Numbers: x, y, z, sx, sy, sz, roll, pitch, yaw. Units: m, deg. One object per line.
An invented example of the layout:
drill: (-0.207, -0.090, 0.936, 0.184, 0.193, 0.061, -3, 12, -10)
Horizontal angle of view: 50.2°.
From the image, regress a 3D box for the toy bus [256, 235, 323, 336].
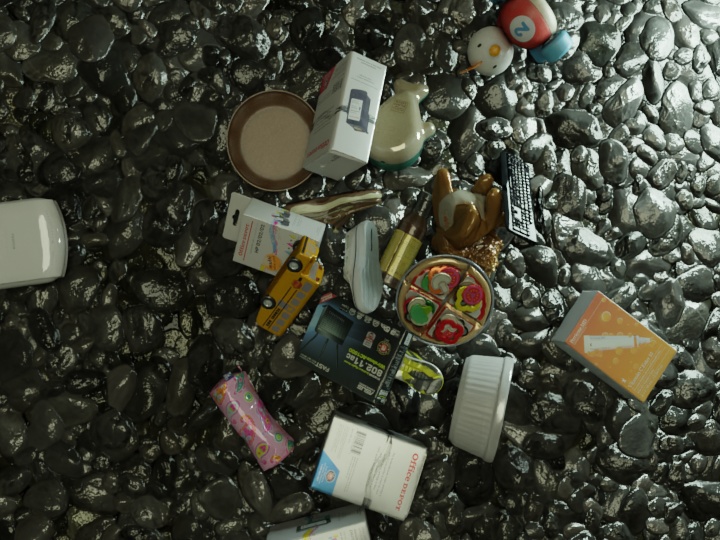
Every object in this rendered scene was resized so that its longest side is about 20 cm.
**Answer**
toy bus: (-0.133, 0.031, 1.474, 0.077, 0.066, 0.201, 30, 123, -12)

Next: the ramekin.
ramekin: (0.230, 0.258, 1.478, 0.092, 0.202, 0.207, 12, 87, 11)

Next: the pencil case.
pencil case: (-0.212, 0.290, 1.507, 0.087, 0.087, 0.202, -35, 88, -3)

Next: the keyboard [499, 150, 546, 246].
keyboard: (0.316, -0.143, 1.460, 0.103, 0.039, 0.204, 24, 50, -27)

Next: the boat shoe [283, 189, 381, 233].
boat shoe: (-0.051, -0.113, 1.542, 0.197, 0.075, 0.077, -10, 99, 4)

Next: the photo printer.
photo printer: (-0.675, -0.052, 1.505, 0.195, 0.069, 0.171, -7, 88, -3)

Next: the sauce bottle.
sauce bottle: (0.094, -0.061, 1.544, 0.064, 0.065, 0.203, 28, 87, -1)

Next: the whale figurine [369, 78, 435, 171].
whale figurine: (0.076, -0.289, 1.548, 0.156, 0.104, 0.203, 14, 64, 13)

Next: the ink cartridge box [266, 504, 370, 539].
ink cartridge box: (-0.071, 0.556, 1.471, 0.195, 0.146, 0.150, -14, 88, -3)

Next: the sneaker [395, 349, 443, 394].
sneaker: (0.081, 0.188, 1.533, 0.198, 0.085, 0.075, 32, 90, 21)

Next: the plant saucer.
plant saucer: (-0.172, -0.260, 1.554, 0.195, 0.037, 0.206, 0, 87, -3)

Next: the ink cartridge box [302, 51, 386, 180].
ink cartridge box: (-0.032, -0.293, 1.484, 0.083, 0.144, 0.205, 17, 76, -22)

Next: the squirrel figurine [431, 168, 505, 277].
squirrel figurine: (0.242, -0.094, 1.530, 0.183, 0.142, 0.204, -6, 124, -25)

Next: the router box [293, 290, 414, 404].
router box: (-0.014, 0.148, 1.495, 0.197, 0.062, 0.153, 24, 88, 24)

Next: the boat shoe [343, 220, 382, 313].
boat shoe: (0.000, 0.000, 1.510, 0.066, 0.073, 0.204, -22, 47, 33)

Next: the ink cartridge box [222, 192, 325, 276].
ink cartridge box: (-0.178, -0.061, 1.504, 0.196, 0.068, 0.117, 19, 124, -1)

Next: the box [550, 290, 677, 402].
box: (0.504, 0.150, 1.538, 0.198, 0.097, 0.125, 36, 87, 0)

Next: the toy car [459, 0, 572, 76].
toy car: (0.281, -0.454, 1.527, 0.199, 0.177, 0.185, -42, 102, 9)

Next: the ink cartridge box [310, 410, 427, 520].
ink cartridge box: (0.016, 0.381, 1.513, 0.196, 0.084, 0.148, 20, 87, -2)

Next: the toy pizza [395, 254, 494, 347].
toy pizza: (0.166, 0.066, 1.517, 0.195, 0.032, 0.205, 2, 114, 3)
